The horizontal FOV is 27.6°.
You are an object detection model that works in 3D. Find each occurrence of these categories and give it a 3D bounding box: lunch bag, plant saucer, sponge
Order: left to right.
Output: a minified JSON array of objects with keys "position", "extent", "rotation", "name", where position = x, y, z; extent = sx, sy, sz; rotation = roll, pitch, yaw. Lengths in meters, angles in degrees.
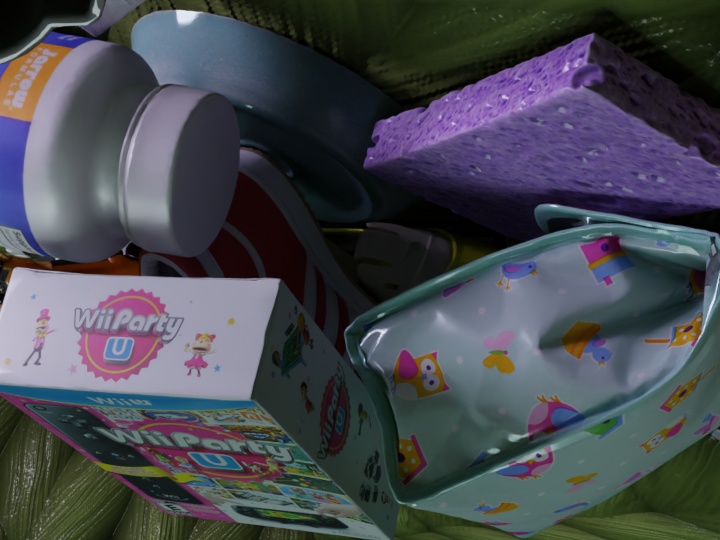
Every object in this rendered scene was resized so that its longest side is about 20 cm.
[{"position":[-0.048,-0.076,0.838],"extent":[0.199,0.036,0.200],"rotation":[22,164,7],"name":"plant saucer"},{"position":[0.093,-0.054,0.694],"extent":[0.111,0.030,0.200],"rotation":[24,164,-22],"name":"sponge"},{"position":[0.119,0.045,0.746],"extent":[0.200,0.122,0.170],"rotation":[-29,155,19],"name":"lunch bag"}]

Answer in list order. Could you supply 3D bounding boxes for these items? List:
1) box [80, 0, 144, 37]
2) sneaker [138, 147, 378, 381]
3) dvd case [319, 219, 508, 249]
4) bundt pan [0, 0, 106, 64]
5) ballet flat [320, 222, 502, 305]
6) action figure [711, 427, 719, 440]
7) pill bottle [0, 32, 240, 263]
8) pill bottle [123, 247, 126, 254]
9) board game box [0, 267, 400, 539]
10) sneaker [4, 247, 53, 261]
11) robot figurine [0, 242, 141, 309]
[{"position":[-0.142,-0.180,0.621],"extent":[0.158,0.048,0.200],"rotation":[32,163,-21],"name":"box"},{"position":[-0.043,0.043,0.803],"extent":[0.071,0.112,0.200],"rotation":[-22,109,49],"name":"sneaker"},{"position":[0.037,0.062,0.937],"extent":[0.150,0.025,0.201],"rotation":[4,118,31],"name":"dvd case"},{"position":[-0.151,-0.171,0.478],"extent":[0.201,0.076,0.203],"rotation":[-1,126,-1],"name":"bundt pan"},{"position":[0.000,0.000,0.857],"extent":[0.199,0.067,0.067],"rotation":[3,147,36],"name":"ballet flat"},{"position":[0.178,0.064,0.900],"extent":[0.199,0.070,0.130],"rotation":[26,174,8],"name":"action figure"},{"position":[-0.167,-0.066,0.742],"extent":[0.199,0.112,0.112],"rotation":[12,161,17],"name":"pill bottle"},{"position":[-0.132,0.033,1.053],"extent":[0.112,0.113,0.200],"rotation":[18,163,21],"name":"pill bottle"},{"position":[-0.075,0.072,0.744],"extent":[0.147,0.065,0.200],"rotation":[2,153,23],"name":"board game box"},{"position":[-0.229,-0.046,1.038],"extent":[0.090,0.067,0.200],"rotation":[19,167,11],"name":"sneaker"},{"position":[-0.182,-0.009,0.851],"extent":[0.199,0.146,0.058],"rotation":[-9,-151,-7],"name":"robot figurine"}]
